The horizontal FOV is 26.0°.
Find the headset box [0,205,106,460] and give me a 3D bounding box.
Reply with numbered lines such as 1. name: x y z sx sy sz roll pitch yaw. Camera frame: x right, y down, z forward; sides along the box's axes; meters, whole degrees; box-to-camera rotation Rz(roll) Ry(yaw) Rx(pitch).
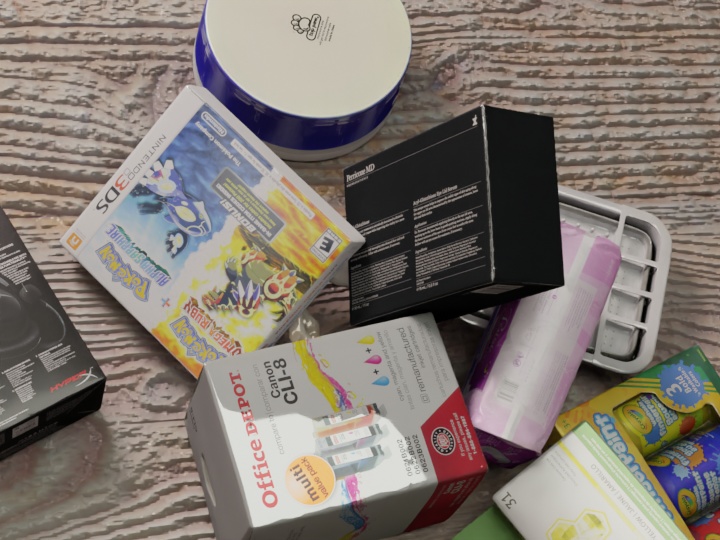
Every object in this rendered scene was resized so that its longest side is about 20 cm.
1. headset box: -0.323 0.053 1.279 0.149 0.077 0.200 -28 73 -24

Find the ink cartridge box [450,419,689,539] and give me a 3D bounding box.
1. ink cartridge box: 0.154 0.241 1.275 0.200 0.048 0.146 -39 74 -5

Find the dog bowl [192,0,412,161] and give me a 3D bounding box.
1. dog bowl: -0.055 -0.208 1.470 0.200 0.079 0.200 6 63 -11

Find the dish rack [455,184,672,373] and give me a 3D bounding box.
1. dish rack: 0.180 0.004 1.443 0.200 0.044 0.172 18 63 -5

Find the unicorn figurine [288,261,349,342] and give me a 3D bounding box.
1. unicorn figurine: 0.000 0.000 1.379 0.200 0.074 0.137 0 86 -36

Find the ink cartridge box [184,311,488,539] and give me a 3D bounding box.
1. ink cartridge box: -0.027 0.142 1.268 0.200 0.145 0.145 -12 68 -18

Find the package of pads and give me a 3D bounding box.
1. package of pads: 0.145 0.064 1.322 0.076 0.121 0.200 25 74 -2

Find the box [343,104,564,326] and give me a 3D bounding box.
1. box: 0.071 -0.038 1.273 0.079 0.200 0.141 2 78 -33

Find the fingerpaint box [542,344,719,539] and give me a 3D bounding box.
1. fingerpaint box: 0.273 0.190 1.357 0.167 0.073 0.200 -24 72 -22

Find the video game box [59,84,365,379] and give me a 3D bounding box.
1. video game box: -0.129 -0.025 1.324 0.200 0.047 0.182 43 104 11
